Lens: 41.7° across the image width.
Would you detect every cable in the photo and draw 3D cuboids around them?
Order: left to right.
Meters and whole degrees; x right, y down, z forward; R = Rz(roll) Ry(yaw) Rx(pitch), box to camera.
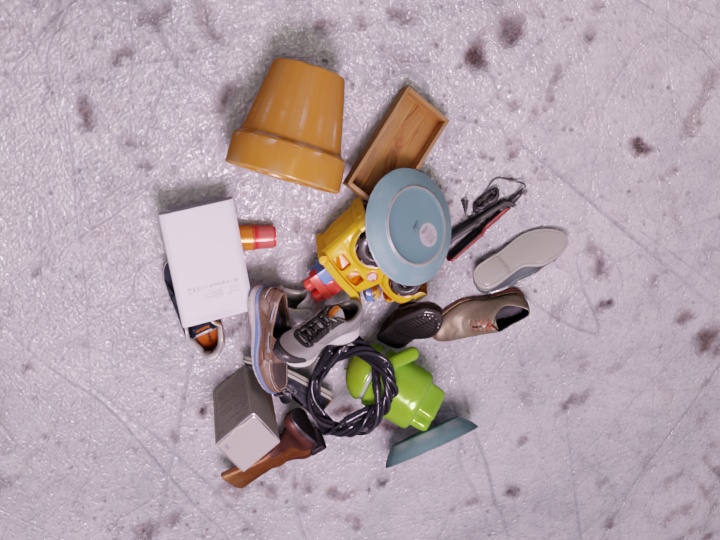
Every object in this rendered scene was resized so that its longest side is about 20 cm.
[{"bbox_3d":[-0.019,0.220,1.725,0.162,0.051,0.202,32,108,10],"label":"cable"}]

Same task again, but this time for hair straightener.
[{"bbox_3d":[0.220,-0.106,1.747,0.199,0.041,0.077,-38,112,5],"label":"hair straightener"}]

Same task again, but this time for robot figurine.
[{"bbox_3d":[0.058,0.217,1.782,0.198,0.116,0.177,29,145,6],"label":"robot figurine"}]

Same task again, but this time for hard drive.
[{"bbox_3d":[-0.266,-0.014,1.637,0.129,0.027,0.204,-14,108,-15],"label":"hard drive"}]

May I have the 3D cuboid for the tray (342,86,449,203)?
[{"bbox_3d":[0.062,-0.209,1.655,0.098,0.037,0.202,34,85,-20],"label":"tray"}]

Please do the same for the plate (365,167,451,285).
[{"bbox_3d":[0.091,-0.076,1.627,0.197,0.025,0.205,3,85,-38],"label":"plate"}]

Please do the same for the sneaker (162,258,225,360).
[{"bbox_3d":[-0.295,0.068,1.703,0.077,0.080,0.203,-24,111,1],"label":"sneaker"}]

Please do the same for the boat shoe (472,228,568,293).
[{"bbox_3d":[0.302,-0.016,1.797,0.197,0.074,0.062,-27,156,-6],"label":"boat shoe"}]

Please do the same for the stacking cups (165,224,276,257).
[{"bbox_3d":[-0.249,-0.055,1.681,0.196,0.061,0.062,-2,111,-15],"label":"stacking cups"}]

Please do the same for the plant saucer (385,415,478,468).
[{"bbox_3d":[0.132,0.326,1.832,0.197,0.200,0.037,-24,81,-1],"label":"plant saucer"}]

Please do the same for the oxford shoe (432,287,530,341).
[{"bbox_3d":[0.228,0.091,1.804,0.197,0.075,0.071,-23,114,0],"label":"oxford shoe"}]

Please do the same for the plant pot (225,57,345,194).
[{"bbox_3d":[-0.106,-0.243,1.568,0.197,0.200,0.187,15,92,-15],"label":"plant pot"}]

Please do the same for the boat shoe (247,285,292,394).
[{"bbox_3d":[-0.151,0.128,1.674,0.071,0.072,0.204,3,112,30],"label":"boat shoe"}]

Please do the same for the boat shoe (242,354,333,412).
[{"bbox_3d":[-0.141,0.218,1.786,0.198,0.074,0.063,32,82,-24],"label":"boat shoe"}]

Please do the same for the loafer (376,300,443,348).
[{"bbox_3d":[0.090,0.084,1.728,0.072,0.199,0.072,28,65,-18],"label":"loafer"}]

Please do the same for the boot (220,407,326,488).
[{"bbox_3d":[-0.177,0.341,1.798,0.197,0.189,0.069,-25,70,1],"label":"boot"}]

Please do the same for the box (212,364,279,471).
[{"bbox_3d":[-0.211,0.264,1.724,0.094,0.200,0.078,-38,112,6],"label":"box"}]

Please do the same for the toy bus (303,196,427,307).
[{"bbox_3d":[0.000,0.000,1.701,0.191,0.136,0.200,-38,114,9],"label":"toy bus"}]

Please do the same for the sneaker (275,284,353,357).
[{"bbox_3d":[-0.091,0.093,1.734,0.197,0.076,0.100,26,133,-19],"label":"sneaker"}]

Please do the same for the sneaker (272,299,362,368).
[{"bbox_3d":[-0.073,0.101,1.627,0.199,0.074,0.080,-26,149,-41],"label":"sneaker"}]
